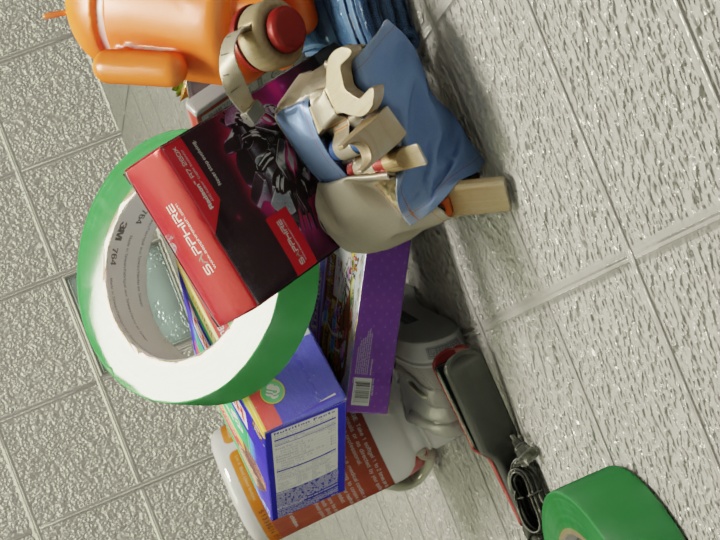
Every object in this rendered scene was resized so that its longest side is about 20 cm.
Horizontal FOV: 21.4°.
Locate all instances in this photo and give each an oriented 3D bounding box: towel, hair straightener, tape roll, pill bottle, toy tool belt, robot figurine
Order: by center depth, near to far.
[{"bbox_3d":[0.184,0.230,1.255,0.200,0.048,0.202,158,90,-79],"label":"tape roll"},{"bbox_3d":[0.011,-0.108,1.264,0.122,0.125,0.201,-13,122,46],"label":"toy tool belt"},{"bbox_3d":[-0.131,-0.199,1.399,0.116,0.198,0.146,11,-91,-66],"label":"robot figurine"},{"bbox_3d":[-0.017,-0.208,1.405,0.200,0.048,0.113,-145,36,-71],"label":"towel"},{"bbox_3d":[-0.123,-0.001,1.421,0.048,0.200,0.202,8,-130,-55],"label":"tape roll"},{"bbox_3d":[0.113,0.154,1.472,0.077,0.041,0.202,177,72,-79],"label":"hair straightener"},{"bbox_3d":[-0.023,0.152,1.680,0.112,0.198,0.113,155,90,-90],"label":"pill bottle"}]

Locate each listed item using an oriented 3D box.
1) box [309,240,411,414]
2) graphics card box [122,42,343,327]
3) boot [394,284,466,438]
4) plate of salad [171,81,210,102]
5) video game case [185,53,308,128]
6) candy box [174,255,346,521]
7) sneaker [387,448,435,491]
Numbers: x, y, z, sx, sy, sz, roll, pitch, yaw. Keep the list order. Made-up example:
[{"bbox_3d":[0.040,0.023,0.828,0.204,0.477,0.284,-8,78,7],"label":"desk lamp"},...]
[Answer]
[{"bbox_3d":[0.000,0.000,1.522,0.137,0.039,0.202,-144,61,-70],"label":"box"},{"bbox_3d":[-0.056,-0.063,1.321,0.051,0.200,0.126,-28,95,45],"label":"graphics card box"},{"bbox_3d":[0.036,0.077,1.608,0.200,0.073,0.097,-141,38,-66],"label":"boot"},{"bbox_3d":[-0.105,-0.202,1.559,0.200,0.048,0.202,10,-90,-69],"label":"plate of salad"},{"bbox_3d":[-0.069,-0.110,1.577,0.017,0.143,0.201,44,160,29],"label":"video game case"},{"bbox_3d":[-0.077,0.086,1.536,0.201,0.076,0.170,92,152,-62],"label":"candy box"},{"bbox_3d":[0.023,0.132,1.776,0.201,0.075,0.105,70,176,-50],"label":"sneaker"}]
